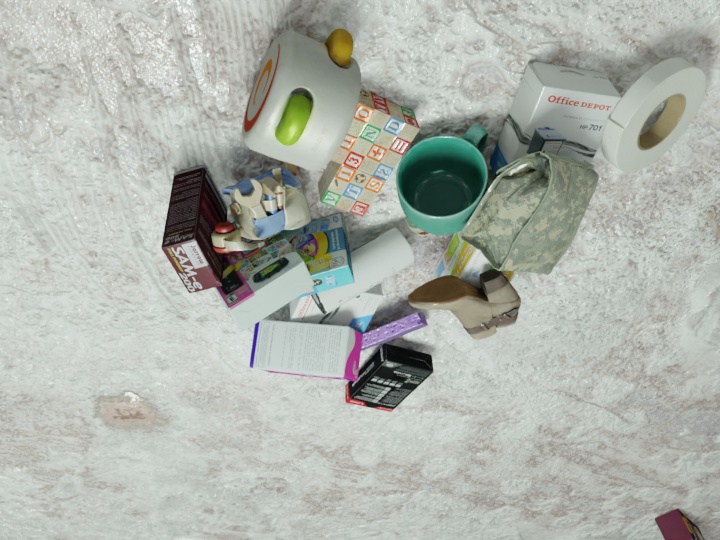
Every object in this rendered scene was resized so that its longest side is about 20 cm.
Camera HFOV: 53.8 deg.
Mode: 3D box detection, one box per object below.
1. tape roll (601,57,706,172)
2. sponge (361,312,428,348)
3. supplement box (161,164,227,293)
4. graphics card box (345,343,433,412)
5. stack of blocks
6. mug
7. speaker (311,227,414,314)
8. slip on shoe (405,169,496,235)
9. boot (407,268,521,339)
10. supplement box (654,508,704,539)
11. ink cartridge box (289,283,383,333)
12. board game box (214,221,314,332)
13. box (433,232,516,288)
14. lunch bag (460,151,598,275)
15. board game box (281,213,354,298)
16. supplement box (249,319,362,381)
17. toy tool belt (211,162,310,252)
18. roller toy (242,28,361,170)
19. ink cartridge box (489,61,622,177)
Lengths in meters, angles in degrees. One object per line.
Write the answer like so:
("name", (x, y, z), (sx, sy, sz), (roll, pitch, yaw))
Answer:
("tape roll", (0.491, -0.257, 1.188), (0.203, 0.037, 0.203), (-26, 143, -21))
("sponge", (0.042, 0.138, 1.496), (0.200, 0.030, 0.112), (-23, 170, 11))
("supplement box", (-0.272, -0.072, 1.182), (0.061, 0.200, 0.109), (-15, 132, 6))
("graphics card box", (0.062, 0.246, 1.608), (0.125, 0.051, 0.200), (16, 138, -21))
("stack of blocks", (-0.002, -0.197, 1.206), (0.115, 0.059, 0.200), (18, 127, -23))
("mug", (0.155, -0.144, 1.218), (0.185, 0.152, 0.114), (-22, 160, 0))
("speaker", (0.000, 0.000, 1.326), (0.200, 0.081, 0.081), (-30, 133, -12))
("slip on shoe", (0.179, -0.124, 1.304), (0.200, 0.074, 0.061), (-27, 157, 12))
("boot", (0.201, 0.074, 1.327), (0.200, 0.070, 0.146), (-14, 132, 9))
("supplement box", (1.053, 0.871, 2.305), (0.086, 0.110, 0.200), (-34, 128, 20))
("ink cartridge box", (-0.070, 0.051, 1.415), (0.200, 0.067, 0.116), (11, 130, -18))
("board game box", (-0.190, -0.007, 1.227), (0.147, 0.200, 0.064), (-32, 133, -10))
("box", (0.232, -0.023, 1.365), (0.101, 0.113, 0.200), (11, 128, -17))
("lunch bag", (0.285, -0.102, 1.155), (0.164, 0.118, 0.200), (4, 124, -46))
("board game box", (-0.118, -0.016, 1.290), (0.200, 0.151, 0.047), (-16, 132, 5))
("supplement box", (-0.107, 0.159, 1.421), (0.200, 0.104, 0.101), (2, 167, 18))
("toy tool belt", (-0.173, -0.120, 1.174), (0.125, 0.200, 0.123), (14, 121, 38))
("roller toy", (-0.084, -0.252, 1.064), (0.140, 0.200, 0.182), (18, 162, -23))
("ink cartridge box", (0.326, -0.236, 1.206), (0.146, 0.086, 0.200), (4, 133, -13))
